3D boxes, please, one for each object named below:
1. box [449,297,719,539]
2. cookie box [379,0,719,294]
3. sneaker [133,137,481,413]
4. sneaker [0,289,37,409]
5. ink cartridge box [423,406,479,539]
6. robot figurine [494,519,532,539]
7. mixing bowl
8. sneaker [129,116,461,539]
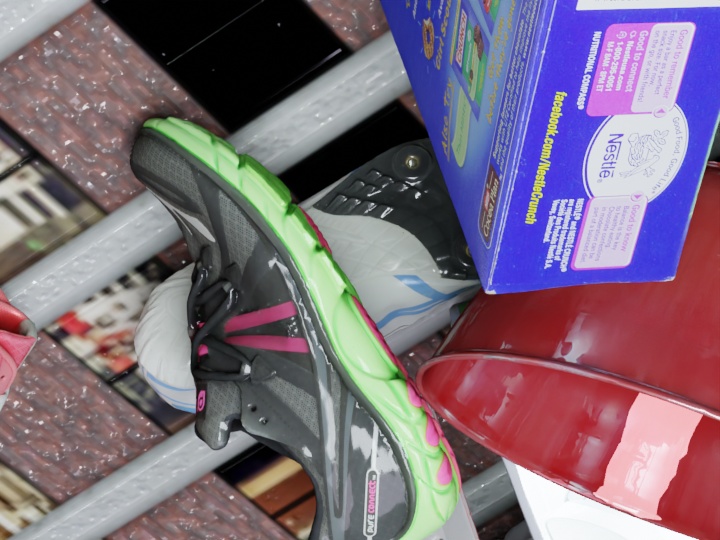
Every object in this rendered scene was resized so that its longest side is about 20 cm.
[{"bbox_3d":[0.160,0.063,1.190,0.200,0.097,0.177,-20,94,4],"label":"box"},{"bbox_3d":[0.066,-0.121,0.980,0.075,0.200,0.171,-3,134,-14],"label":"cookie box"},{"bbox_3d":[0.000,0.000,1.182,0.200,0.072,0.072,-24,165,1],"label":"sneaker"},{"bbox_3d":[-0.174,0.051,1.171,0.087,0.074,0.200,-10,134,-7],"label":"sneaker"},{"bbox_3d":[0.025,0.184,1.259,0.045,0.200,0.176,15,128,-30],"label":"ink cartridge box"},{"bbox_3d":[0.125,0.152,1.316,0.200,0.113,0.170,-34,140,17],"label":"robot figurine"},{"bbox_3d":[0.132,0.027,1.059,0.200,0.108,0.200,21,165,6],"label":"mixing bowl"},{"bbox_3d":[-0.039,0.026,1.106,0.084,0.200,0.077,-32,168,1],"label":"sneaker"}]
